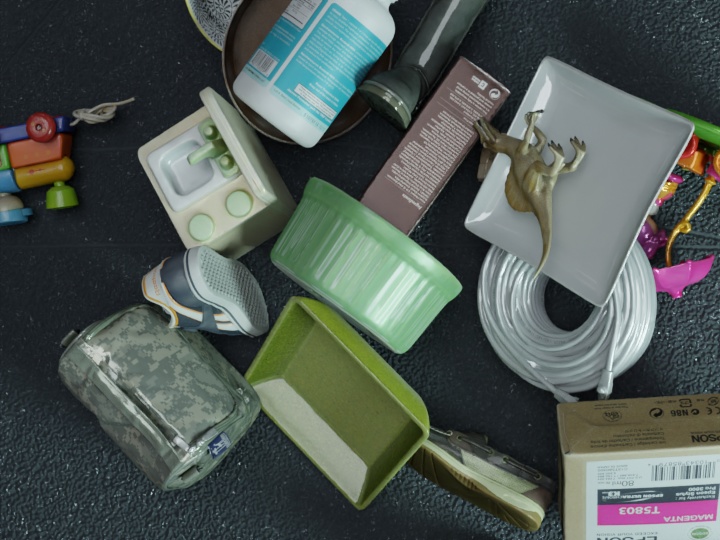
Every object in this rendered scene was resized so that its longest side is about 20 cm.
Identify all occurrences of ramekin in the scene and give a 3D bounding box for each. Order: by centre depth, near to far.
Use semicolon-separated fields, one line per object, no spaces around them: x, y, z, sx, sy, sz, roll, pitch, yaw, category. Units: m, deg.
0.000;0.000;1.374;0.199;0.200;0.098;36;86;9;ramekin

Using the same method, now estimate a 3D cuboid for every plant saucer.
-0.021;0.135;1.396;0.200;0.200;0.048;45;51;9;plant saucer
-0.062;-0.242;1.450;0.198;0.034;0.202;-8;113;-19;plant saucer

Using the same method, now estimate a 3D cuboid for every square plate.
0.221;-0.092;1.326;0.198;0.028;0.202;33;102;38;square plate

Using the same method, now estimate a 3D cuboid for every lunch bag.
-0.220;0.137;1.396;0.200;0.168;0.139;45;101;8;lunch bag

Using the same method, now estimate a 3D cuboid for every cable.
0.220;0.028;1.378;0.199;0.069;0.202;32;107;33;cable

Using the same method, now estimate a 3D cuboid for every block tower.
0.215;-0.111;1.388;0.199;0.054;0.058;7;86;41;block tower

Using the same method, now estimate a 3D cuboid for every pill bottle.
-0.038;-0.239;1.379;0.110;0.111;0.201;38;95;9;pill bottle

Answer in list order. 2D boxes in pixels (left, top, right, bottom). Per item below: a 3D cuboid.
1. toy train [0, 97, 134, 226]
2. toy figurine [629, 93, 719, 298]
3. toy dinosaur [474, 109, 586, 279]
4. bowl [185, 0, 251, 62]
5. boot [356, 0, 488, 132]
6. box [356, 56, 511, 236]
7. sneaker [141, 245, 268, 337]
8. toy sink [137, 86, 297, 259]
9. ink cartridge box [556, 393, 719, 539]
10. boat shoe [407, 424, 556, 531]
-0.345;-0.123;1.495;0.198;0.085;0.117;-10;93;5;toy train
0.326;-0.069;1.393;0.199;0.150;0.186;28;97;24;toy figurine
0.181;-0.092;1.317;0.101;0.058;0.201;-51;45;38;toy dinosaur
-0.114;-0.342;1.463;0.199;0.094;0.203;-8;113;-18;bowl
0.081;-0.251;1.411;0.072;0.182;0.200;39;94;-3;boot
0.075;-0.129;1.429;0.075;0.100;0.201;34;88;-2;box
-0.166;0.027;1.401;0.079;0.200;0.079;-17;67;14;sneaker
-0.156;-0.096;1.404;0.111;0.200;0.131;-31;82;4;toy sink
0.303;0.210;1.336;0.198;0.166;0.076;-5;41;6;ink cartridge box
0.119;0.208;1.413;0.199;0.073;0.065;31;63;17;boat shoe
